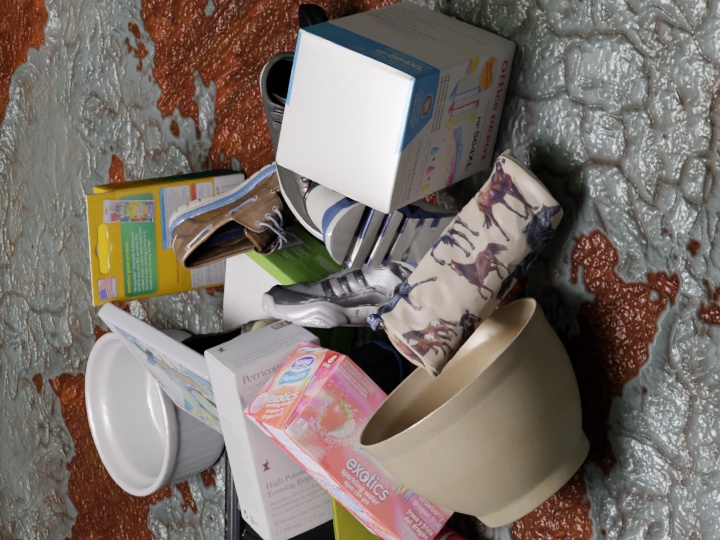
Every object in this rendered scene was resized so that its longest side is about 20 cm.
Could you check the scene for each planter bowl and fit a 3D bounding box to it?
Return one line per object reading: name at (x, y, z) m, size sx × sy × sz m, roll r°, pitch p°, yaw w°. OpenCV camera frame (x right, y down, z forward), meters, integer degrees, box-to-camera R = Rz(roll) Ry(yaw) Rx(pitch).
planter bowl at (0.116, 0.139, 1.412) m, size 0.135 × 0.200 × 0.200 m, roll 51°, pitch 142°, yaw -8°

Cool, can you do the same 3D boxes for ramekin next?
ramekin at (-0.247, 0.167, 1.953) m, size 0.200 × 0.098 × 0.201 m, roll 16°, pitch 111°, yaw 50°

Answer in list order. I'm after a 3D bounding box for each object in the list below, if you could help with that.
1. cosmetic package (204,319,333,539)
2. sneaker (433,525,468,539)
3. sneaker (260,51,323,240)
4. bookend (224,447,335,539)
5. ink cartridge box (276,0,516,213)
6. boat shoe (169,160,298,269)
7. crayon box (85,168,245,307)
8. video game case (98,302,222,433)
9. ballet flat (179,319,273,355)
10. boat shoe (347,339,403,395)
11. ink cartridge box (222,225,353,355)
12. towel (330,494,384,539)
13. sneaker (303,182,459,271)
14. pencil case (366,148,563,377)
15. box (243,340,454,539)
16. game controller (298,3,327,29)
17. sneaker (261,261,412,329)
cosmetic package at (-0.080, 0.161, 1.604) m, size 0.074 × 0.101 × 0.201 m, roll 30°, pitch 137°, yaw 54°
sneaker at (0.068, 0.341, 1.603) m, size 0.112 × 0.071 × 0.200 m, roll 36°, pitch 118°, yaw 38°
sneaker at (-0.056, -0.125, 1.575) m, size 0.099 × 0.071 × 0.201 m, roll 95°, pitch 157°, yaw -84°
bookend at (-0.056, 0.306, 1.740) m, size 0.200 × 0.092 × 0.199 m, roll 22°, pitch 116°, yaw 47°
ink cartridge box at (0.041, -0.153, 1.427) m, size 0.125 × 0.200 × 0.129 m, roll 26°, pitch 120°, yaw 27°
boat shoe at (-0.102, -0.053, 1.657) m, size 0.200 × 0.072 × 0.073 m, roll -24°, pitch 48°, yaw 14°
crayon box at (-0.223, -0.039, 1.782) m, size 0.052 × 0.200 × 0.126 m, roll 14°, pitch 109°, yaw 52°
video game case at (-0.176, 0.125, 1.716) m, size 0.200 × 0.022 × 0.182 m, roll 24°, pitch 157°, yaw 43°
ballet flat at (-0.143, 0.090, 1.696) m, size 0.200 × 0.057 × 0.067 m, roll -22°, pitch 53°, yaw 58°
boat shoe at (-0.002, 0.170, 1.652) m, size 0.084 × 0.069 × 0.201 m, roll 12°, pitch 110°, yaw 50°
ink cartridge box at (-0.081, 0.066, 1.730) m, size 0.148 × 0.076 × 0.201 m, roll 38°, pitch 132°, yaw 41°
towel at (0.010, 0.249, 1.627) m, size 0.018 × 0.086 × 0.201 m, roll 24°, pitch 124°, yaw 58°
sneaker at (0.025, -0.050, 1.466) m, size 0.115 × 0.199 × 0.081 m, roll 46°, pitch 114°, yaw 45°
pencil case at (0.094, -0.008, 1.404) m, size 0.089 × 0.078 × 0.200 m, roll 40°, pitch 92°, yaw 30°
box at (0.000, 0.170, 1.532) m, size 0.200 × 0.095 × 0.103 m, roll 46°, pitch 166°, yaw -23°
game controller at (-0.017, -0.168, 1.586) m, size 0.104 × 0.042 × 0.200 m, roll 60°, pitch -175°, yaw -73°
sneaker at (0.000, 0.000, 1.570) m, size 0.199 × 0.075 × 0.114 m, roll 3°, pitch 90°, yaw 19°
